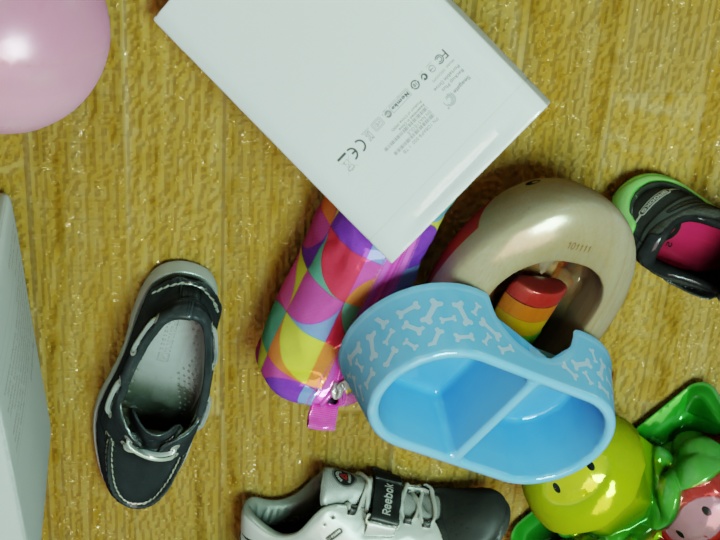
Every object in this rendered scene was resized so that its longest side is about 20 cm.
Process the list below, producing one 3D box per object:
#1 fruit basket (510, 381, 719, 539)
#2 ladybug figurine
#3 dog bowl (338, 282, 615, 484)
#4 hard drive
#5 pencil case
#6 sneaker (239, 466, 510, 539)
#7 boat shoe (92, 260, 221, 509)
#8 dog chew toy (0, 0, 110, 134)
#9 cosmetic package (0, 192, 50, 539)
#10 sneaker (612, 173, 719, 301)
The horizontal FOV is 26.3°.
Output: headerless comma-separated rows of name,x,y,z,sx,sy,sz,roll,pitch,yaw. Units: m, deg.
fruit basket,0.190,0.172,1.100,0.214,0.156,0.217,-14,138,-13
ladybug figurine,0.099,0.015,1.006,0.135,0.072,0.201,9,131,-27
dog bowl,0.080,0.078,0.974,0.199,0.050,0.112,22,126,-31
hard drive,-0.007,-0.121,0.889,0.200,0.027,0.132,45,110,-1
pencil case,0.000,0.000,0.988,0.088,0.089,0.201,14,119,-16
sneaker,0.008,0.179,1.109,0.198,0.074,0.089,-13,121,4
boat shoe,-0.140,0.091,1.040,0.075,0.060,0.201,6,122,-11
dog chew toy,-0.192,-0.179,0.829,0.123,0.125,0.202,5,114,-11
cosmetic package,-0.289,0.082,0.951,0.166,0.167,0.201,-5,124,-5
sneaker,0.256,-0.004,1.020,0.198,0.084,0.077,10,122,-14
